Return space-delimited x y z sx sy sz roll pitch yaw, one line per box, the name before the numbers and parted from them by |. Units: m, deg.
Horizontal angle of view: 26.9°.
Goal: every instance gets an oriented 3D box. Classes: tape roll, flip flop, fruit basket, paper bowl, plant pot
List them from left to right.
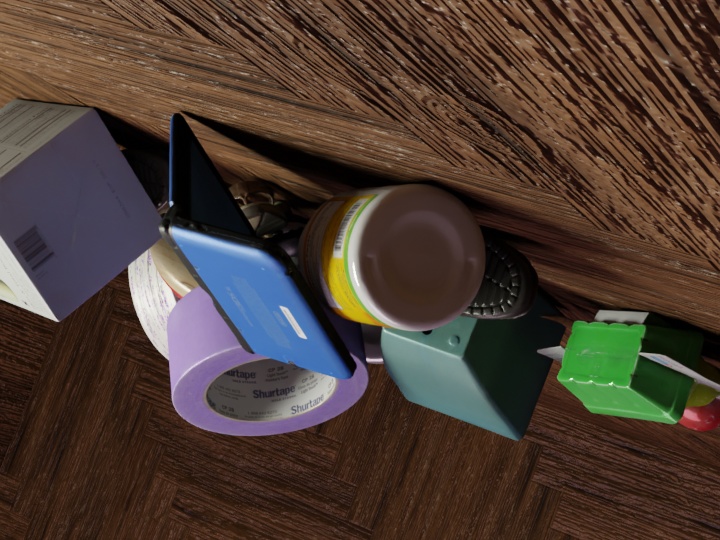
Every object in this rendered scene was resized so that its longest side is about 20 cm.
paper bowl | -0.182 0.013 1.829 0.104 0.203 0.200 -14 157 28
flip flop | -0.111 -0.061 1.506 0.080 0.058 0.200 -21 -176 7
tape roll | -0.094 0.085 1.517 0.198 0.086 0.201 -7 148 -5
plant pot | 0.105 0.063 1.514 0.140 0.142 0.200 18 168 23
fruit basket | 0.296 0.102 1.427 0.199 0.095 0.185 17 172 -29

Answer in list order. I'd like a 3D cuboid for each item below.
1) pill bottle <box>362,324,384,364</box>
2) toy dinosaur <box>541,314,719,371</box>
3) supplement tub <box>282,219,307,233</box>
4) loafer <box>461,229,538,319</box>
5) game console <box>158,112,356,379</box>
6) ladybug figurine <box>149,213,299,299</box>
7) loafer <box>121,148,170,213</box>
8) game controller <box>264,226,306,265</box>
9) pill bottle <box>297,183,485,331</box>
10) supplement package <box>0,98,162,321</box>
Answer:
pill bottle | 0.044 0.052 1.712 0.109 0.111 0.200 19 -178 17
toy dinosaur | 0.272 0.079 1.545 0.198 0.061 0.106 17 149 0
supplement tub | -0.068 0.016 1.756 0.122 0.123 0.200 20 174 9
loafer | 0.090 -0.004 1.310 0.071 0.074 0.199 13 -174 -39
game console | -0.082 -0.019 1.274 0.170 0.119 0.200 15 154 29
ladybug figurine | -0.142 0.001 1.606 0.199 0.136 0.072 32 138 17
loafer | -0.233 -0.095 1.602 0.067 0.077 0.199 -17 -171 -32
game controller | -0.070 -0.027 1.474 0.103 0.043 0.200 -6 176 -27
pill bottle | 0.015 -0.012 1.223 0.110 0.112 0.200 22 174 -18
supplement package | -0.327 -0.065 1.515 0.199 0.151 0.152 13 139 54
